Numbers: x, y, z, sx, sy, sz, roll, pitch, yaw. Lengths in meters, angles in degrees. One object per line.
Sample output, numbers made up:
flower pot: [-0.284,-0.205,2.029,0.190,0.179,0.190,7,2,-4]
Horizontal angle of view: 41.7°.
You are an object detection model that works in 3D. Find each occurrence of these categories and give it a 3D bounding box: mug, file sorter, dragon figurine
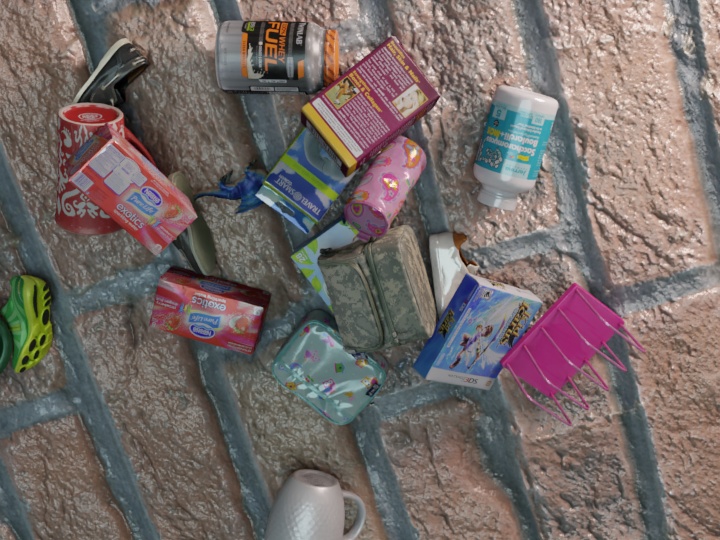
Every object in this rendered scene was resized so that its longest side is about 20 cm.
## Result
mug: [-0.456,-0.187,1.661,0.133,0.177,0.200,22,123,24]
file sorter: [0.380,0.156,1.682,0.139,0.125,0.200,34,106,-27]
dragon figurine: [-0.205,-0.137,1.699,0.200,0.059,0.100,-26,101,9]
mug: [-0.081,0.482,1.825,0.200,0.148,0.176,7,100,-29]

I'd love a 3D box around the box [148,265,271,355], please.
box: [-0.274,0.073,1.741,0.200,0.095,0.100,16,106,0]

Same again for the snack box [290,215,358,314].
snack box: [0.000,0.000,1.717,0.169,0.068,0.200,-34,99,11]

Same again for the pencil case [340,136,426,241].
pencil case: [0.043,-0.141,1.611,0.087,0.200,0.087,17,140,15]

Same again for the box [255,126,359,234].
box: [-0.078,-0.178,1.653,0.122,0.048,0.200,37,83,-6]

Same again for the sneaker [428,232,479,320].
sneaker: [0.175,0.030,1.709,0.085,0.073,0.200,-6,103,8]

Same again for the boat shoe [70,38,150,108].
boat shoe: [-0.450,-0.310,1.664,0.068,0.072,0.200,41,102,-3]

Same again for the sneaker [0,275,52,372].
sneaker: [-0.635,0.098,1.797,0.084,0.074,0.200,22,112,26]

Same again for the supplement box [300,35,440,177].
supplement box: [0.014,-0.273,1.590,0.200,0.103,0.131,-38,89,-5]

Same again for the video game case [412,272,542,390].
video game case: [0.211,0.114,1.691,0.181,0.045,0.200,14,111,-42]

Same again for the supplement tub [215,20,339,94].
supplement tub: [-0.139,-0.360,1.602,0.200,0.123,0.123,1,105,3]

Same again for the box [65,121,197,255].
box: [-0.380,-0.135,1.572,0.103,0.095,0.200,-43,122,4]

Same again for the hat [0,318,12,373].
hat: [-0.770,0.110,1.808,0.166,0.176,0.200,-48,116,-4]

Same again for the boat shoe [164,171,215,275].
boat shoe: [-0.322,-0.081,1.716,0.060,0.072,0.201,-9,113,20]

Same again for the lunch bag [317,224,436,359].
lunch bag: [0.027,0.040,1.626,0.168,0.139,0.200,-14,105,16]

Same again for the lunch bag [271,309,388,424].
lunch bag: [-0.056,0.188,1.766,0.200,0.077,0.160,39,104,-6]

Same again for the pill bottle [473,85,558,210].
pill bottle: [0.259,-0.208,1.620,0.111,0.111,0.200,14,105,0]
